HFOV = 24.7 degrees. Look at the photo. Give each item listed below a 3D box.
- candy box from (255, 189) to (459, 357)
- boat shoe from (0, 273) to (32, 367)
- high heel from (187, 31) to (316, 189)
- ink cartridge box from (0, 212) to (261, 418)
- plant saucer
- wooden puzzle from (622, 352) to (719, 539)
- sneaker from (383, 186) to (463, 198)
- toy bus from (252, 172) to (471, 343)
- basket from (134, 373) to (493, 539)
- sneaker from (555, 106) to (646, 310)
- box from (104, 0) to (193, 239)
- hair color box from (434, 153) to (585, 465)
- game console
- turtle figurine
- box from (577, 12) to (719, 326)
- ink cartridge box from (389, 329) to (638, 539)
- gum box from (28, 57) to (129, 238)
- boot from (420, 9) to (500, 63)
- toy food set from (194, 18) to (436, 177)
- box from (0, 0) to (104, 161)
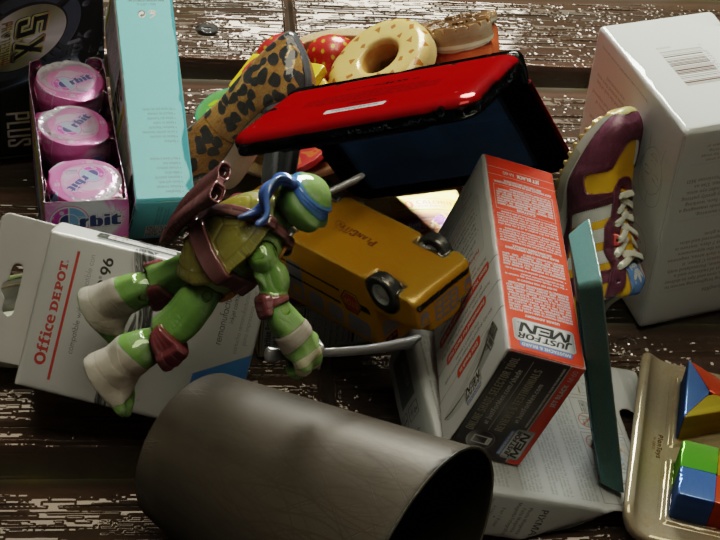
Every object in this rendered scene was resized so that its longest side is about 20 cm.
[{"bbox_3d":[0.000,0.000,1.327,0.199,0.057,0.117,-6,43,-16],"label":"candy box"},{"bbox_3d":[-0.193,0.027,1.258,0.201,0.072,0.060,-5,47,-8],"label":"boat shoe"},{"bbox_3d":[-0.121,-0.137,1.387,0.200,0.143,0.071,13,7,35],"label":"high heel"},{"bbox_3d":[-0.175,0.037,1.183,0.199,0.116,0.068,14,5,-6],"label":"ink cartridge box"},{"bbox_3d":[0.163,0.063,1.137,0.019,0.200,0.070,-9,39,6],"label":"plant saucer"},{"bbox_3d":[0.296,0.139,1.199,0.200,0.046,0.185,16,41,2],"label":"wooden puzzle"},{"bbox_3d":[0.105,-0.081,1.422,0.200,0.067,0.090,19,48,19],"label":"sneaker"},{"bbox_3d":[-0.011,-0.006,1.208,0.200,0.078,0.065,28,51,35],"label":"toy bus"},{"bbox_3d":[-0.039,0.158,1.080,0.200,0.181,0.136,24,2,31],"label":"basket"},{"bbox_3d":[0.193,-0.027,1.282,0.090,0.200,0.075,34,30,30],"label":"sneaker"},{"bbox_3d":[-0.172,-0.133,1.331,0.049,0.082,0.201,-4,72,-15],"label":"box"},{"bbox_3d":[0.101,0.026,1.187,0.064,0.111,0.200,15,42,-15],"label":"hair color box"},{"bbox_3d":[0.036,-0.089,1.246,0.200,0.119,0.172,-8,21,27],"label":"game console"},{"bbox_3d":[-0.077,0.022,1.088,0.194,0.200,0.144,-29,76,13],"label":"turtle figurine"},{"bbox_3d":[0.258,-0.083,1.345,0.106,0.200,0.152,-11,44,-17],"label":"box"},{"bbox_3d":[0.129,0.128,1.221,0.200,0.057,0.163,15,37,-23],"label":"ink cartridge box"},{"bbox_3d":[-0.231,-0.075,1.338,0.066,0.114,0.200,-5,42,-12],"label":"gum box"},{"bbox_3d":[0.100,-0.188,1.548,0.075,0.107,0.200,-12,14,9],"label":"boot"},{"bbox_3d":[-0.041,-0.153,1.457,0.200,0.049,0.198,13,55,32],"label":"toy food set"},{"bbox_3d":[-0.304,-0.197,1.401,0.163,0.200,0.086,-7,41,-16],"label":"box"}]
